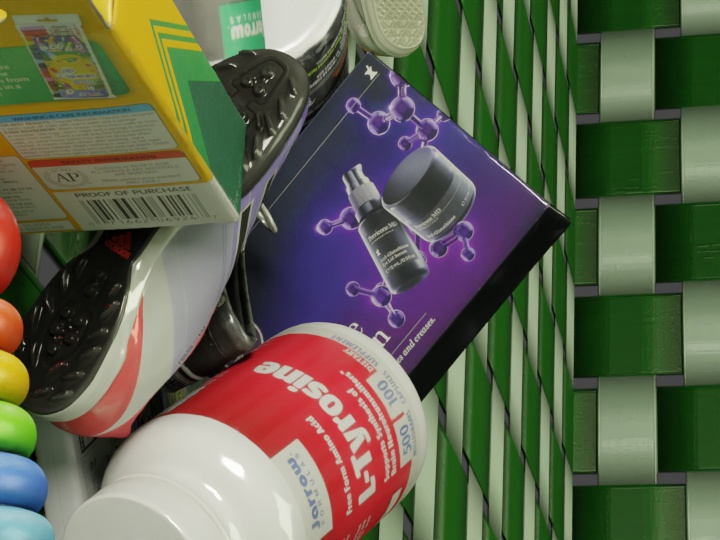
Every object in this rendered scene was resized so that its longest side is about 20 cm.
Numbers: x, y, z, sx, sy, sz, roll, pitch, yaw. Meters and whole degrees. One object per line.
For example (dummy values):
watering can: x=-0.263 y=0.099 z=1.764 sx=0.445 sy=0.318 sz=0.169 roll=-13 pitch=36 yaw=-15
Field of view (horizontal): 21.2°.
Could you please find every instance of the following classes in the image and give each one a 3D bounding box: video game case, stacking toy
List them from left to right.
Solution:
stacking toy: x=-0.157 y=0.060 z=0.756 sx=0.085 sy=0.085 sz=0.201 roll=49 pitch=37 yaw=-70
video game case: x=-0.125 y=0.100 z=1.009 sx=0.182 sy=0.024 sz=0.201 roll=-54 pitch=139 yaw=-71

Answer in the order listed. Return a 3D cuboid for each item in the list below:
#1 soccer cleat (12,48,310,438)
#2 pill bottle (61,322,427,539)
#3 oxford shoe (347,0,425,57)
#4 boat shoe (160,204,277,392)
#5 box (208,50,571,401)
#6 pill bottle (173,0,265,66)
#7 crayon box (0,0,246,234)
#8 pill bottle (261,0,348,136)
soccer cleat: x=-0.084 y=-0.011 z=0.892 sx=0.201 sy=0.068 sz=0.073 roll=-56 pitch=147 yaw=-4
pill bottle: x=-0.056 y=0.109 z=0.953 sx=0.200 sy=0.112 sz=0.113 roll=-35 pitch=123 yaw=-56
oxford shoe: x=0.009 y=-0.270 z=1.617 sx=0.058 sy=0.075 sz=0.201 roll=-27 pitch=-112 yaw=58
boat shoe: x=-0.086 y=-0.029 z=1.025 sx=0.074 sy=0.068 sz=0.200 roll=52 pitch=22 yaw=-38
box: x=0.000 y=0.000 z=1.100 sx=0.200 sy=0.141 sz=0.079 roll=-51 pitch=163 yaw=5
pill bottle: x=-0.105 y=-0.140 z=0.936 sx=0.113 sy=0.112 sz=0.202 roll=-47 pitch=133 yaw=-72
crayon box: x=-0.133 y=-0.079 z=0.772 sx=0.200 sy=0.125 sz=0.052 roll=61 pitch=29 yaw=-64
pill bottle: x=-0.058 y=-0.118 z=1.121 sx=0.200 sy=0.105 sz=0.107 roll=88 pitch=5 yaw=-68
